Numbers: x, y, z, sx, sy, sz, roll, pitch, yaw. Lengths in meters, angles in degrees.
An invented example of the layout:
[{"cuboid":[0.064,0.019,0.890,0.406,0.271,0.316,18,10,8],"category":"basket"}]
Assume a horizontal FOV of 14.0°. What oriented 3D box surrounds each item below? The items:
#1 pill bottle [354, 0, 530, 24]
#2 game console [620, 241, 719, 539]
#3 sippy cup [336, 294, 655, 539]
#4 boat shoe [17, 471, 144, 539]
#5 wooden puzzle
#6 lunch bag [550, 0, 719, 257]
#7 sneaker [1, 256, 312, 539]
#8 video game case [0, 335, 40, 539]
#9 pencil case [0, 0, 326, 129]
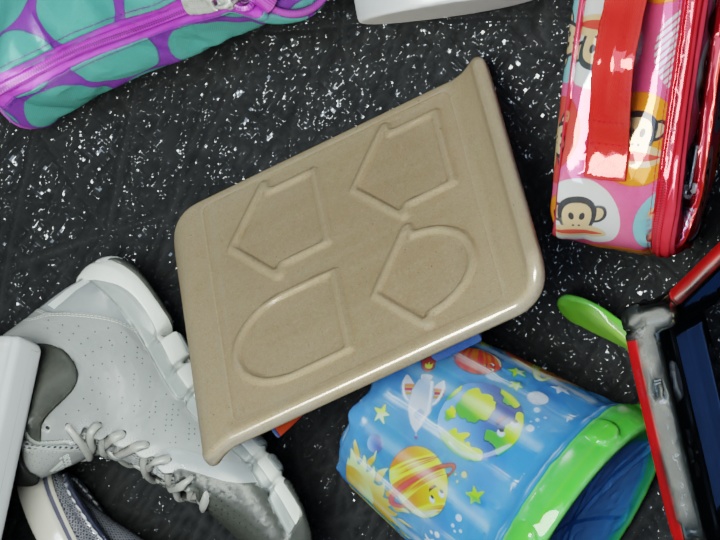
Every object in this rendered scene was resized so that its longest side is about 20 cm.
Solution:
[{"cuboid":[0.030,-0.230,1.485,0.114,0.114,0.201,-8,91,12],"category":"pill bottle"},{"cuboid":[0.199,0.033,1.414,0.118,0.200,0.173,-13,89,14],"category":"game console"},{"cuboid":[0.064,0.099,1.489,0.130,0.178,0.140,33,131,20],"category":"sippy cup"},{"cuboid":[-0.091,0.171,1.555,0.093,0.075,0.200,-35,93,6],"category":"boat shoe"},{"cuboid":[0.000,0.000,1.493,0.200,0.185,0.046,-29,128,14],"category":"wooden puzzle"},{"cuboid":[0.139,-0.108,1.434,0.082,0.176,0.201,9,95,12],"category":"lunch bag"},{"cuboid":[-0.120,0.099,1.532,0.115,0.075,0.200,-32,75,-20],"category":"sneaker"},{"cuboid":[-0.255,0.133,1.524,0.182,0.024,0.201,-3,69,39],"category":"video game case"},{"cuboid":[-0.114,-0.139,1.505,0.200,0.093,0.085,-20,119,34],"category":"pencil case"}]
